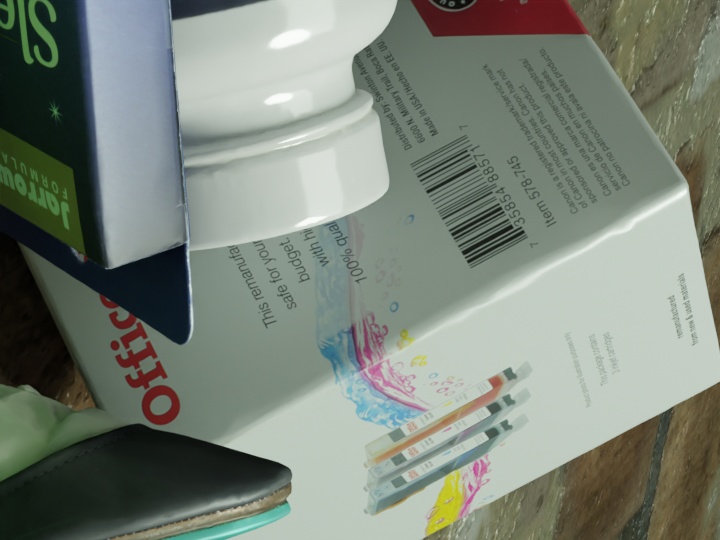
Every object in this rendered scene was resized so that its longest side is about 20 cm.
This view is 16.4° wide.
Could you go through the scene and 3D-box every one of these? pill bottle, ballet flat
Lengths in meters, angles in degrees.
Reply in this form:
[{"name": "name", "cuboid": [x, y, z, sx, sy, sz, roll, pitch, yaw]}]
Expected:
[{"name": "pill bottle", "cuboid": [-0.050, -0.112, 0.725, 0.111, 0.111, 0.201, -35, 117, -59]}, {"name": "ballet flat", "cuboid": [-0.120, 0.071, 0.701, 0.073, 0.200, 0.073, -21, 90, -86]}]

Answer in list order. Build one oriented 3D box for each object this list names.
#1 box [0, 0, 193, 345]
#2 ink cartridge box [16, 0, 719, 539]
[{"name": "box", "cuboid": [-0.094, -0.082, 0.673, 0.032, 0.121, 0.201, -21, 121, -32]}, {"name": "ink cartridge box", "cuboid": [0.000, 0.000, 0.858, 0.200, 0.146, 0.145, -27, 150, -2]}]
